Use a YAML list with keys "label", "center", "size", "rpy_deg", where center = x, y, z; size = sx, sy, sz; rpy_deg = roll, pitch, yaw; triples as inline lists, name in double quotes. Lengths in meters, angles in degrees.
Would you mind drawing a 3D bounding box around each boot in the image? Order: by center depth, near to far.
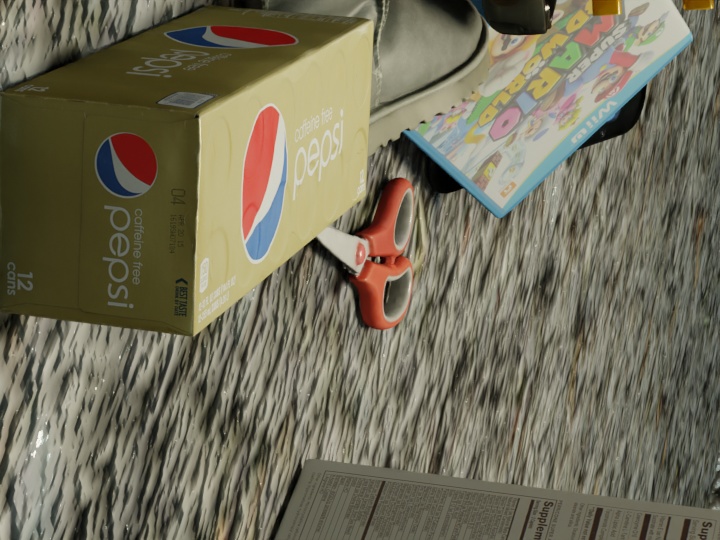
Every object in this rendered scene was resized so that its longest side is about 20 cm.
- label: "boot"
  center: [-0.002, -0.152, 0.931]
  size: [0.182, 0.072, 0.201]
  rpy_deg: [-46, 135, -59]

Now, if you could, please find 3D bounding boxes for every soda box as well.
- label: "soda box"
  center: [-0.051, -0.038, 0.789]
  size: [0.200, 0.064, 0.068]
  rpy_deg: [-41, 136, -70]

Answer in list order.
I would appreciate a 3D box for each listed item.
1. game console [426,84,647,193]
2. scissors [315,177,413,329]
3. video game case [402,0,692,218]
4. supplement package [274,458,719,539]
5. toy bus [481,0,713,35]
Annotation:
- label: "game console"
  center: [0.138, -0.134, 1.286]
  size: [0.200, 0.176, 0.117]
  rpy_deg: [-21, 91, -47]
- label: "scissors"
  center: [0.000, 0.000, 1.120]
  size: [0.200, 0.014, 0.074]
  rpy_deg: [-29, 126, -75]
- label: "video game case"
  center: [0.090, -0.102, 1.212]
  size: [0.143, 0.018, 0.200]
  rpy_deg: [-44, 158, 5]
- label: "supplement package"
  center: [0.057, 0.196, 1.051]
  size: [0.151, 0.199, 0.152]
  rpy_deg: [-68, 159, -49]
- label: "toy bus"
  center: [0.113, -0.195, 1.005]
  size: [0.200, 0.135, 0.193]
  rpy_deg: [-41, 127, -82]
